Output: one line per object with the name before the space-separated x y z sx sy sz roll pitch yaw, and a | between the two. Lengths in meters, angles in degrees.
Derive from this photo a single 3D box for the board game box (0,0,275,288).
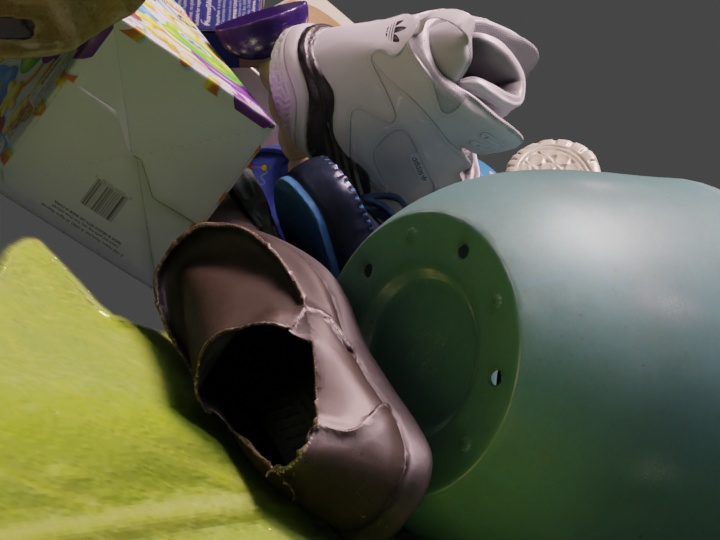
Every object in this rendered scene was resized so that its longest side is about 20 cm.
board game box | -0.135 -0.092 1.204 0.105 0.103 0.200 33 9 -28

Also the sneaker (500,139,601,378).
sneaker | 0.111 0.036 1.278 0.112 0.076 0.201 79 6 -46

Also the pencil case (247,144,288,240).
pencil case | 0.000 0.000 1.368 0.200 0.078 0.087 30 11 -44

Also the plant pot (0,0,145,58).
plant pot | -0.168 -0.197 1.093 0.200 0.201 0.184 32 17 -37

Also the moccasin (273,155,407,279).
moccasin | 0.010 0.002 1.176 0.081 0.068 0.200 56 -7 33

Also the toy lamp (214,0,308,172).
toy lamp | -0.022 -0.039 1.251 0.058 0.058 0.201 -107 180 -77

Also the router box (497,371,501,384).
router box | 0.136 0.128 1.329 0.200 0.051 0.149 30 12 -43

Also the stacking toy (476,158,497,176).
stacking toy | 0.017 -0.016 1.550 0.200 0.110 0.116 2 42 -51

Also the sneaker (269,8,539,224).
sneaker | 0.046 -0.055 1.204 0.200 0.114 0.075 54 36 -37

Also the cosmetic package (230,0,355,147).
cosmetic package | -0.060 -0.102 1.459 0.071 0.105 0.200 40 22 1

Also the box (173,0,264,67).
box | -0.154 -0.166 1.362 0.199 0.032 0.122 1 46 0

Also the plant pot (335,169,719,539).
plant pot | 0.078 0.045 1.062 0.161 0.201 0.201 11 24 -43

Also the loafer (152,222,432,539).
loafer | -0.039 0.033 1.003 0.071 0.073 0.200 33 9 -42

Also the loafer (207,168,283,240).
loafer | -0.063 0.008 1.165 0.200 0.063 0.072 -116 -172 -69
